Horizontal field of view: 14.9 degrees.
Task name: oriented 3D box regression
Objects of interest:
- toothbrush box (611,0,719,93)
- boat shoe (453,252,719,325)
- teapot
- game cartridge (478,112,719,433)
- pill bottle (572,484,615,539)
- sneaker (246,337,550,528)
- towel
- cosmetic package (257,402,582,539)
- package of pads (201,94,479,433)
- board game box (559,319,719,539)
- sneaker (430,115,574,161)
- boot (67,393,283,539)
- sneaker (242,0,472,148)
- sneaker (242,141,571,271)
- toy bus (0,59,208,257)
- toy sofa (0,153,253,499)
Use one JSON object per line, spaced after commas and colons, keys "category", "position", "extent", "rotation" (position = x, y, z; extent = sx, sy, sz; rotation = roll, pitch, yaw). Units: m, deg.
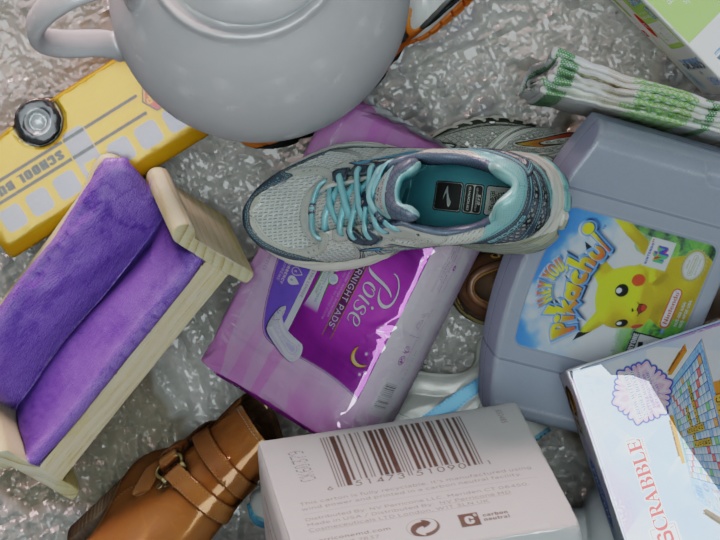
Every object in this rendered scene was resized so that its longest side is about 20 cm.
{"category": "toothbrush box", "position": [0.180, -0.207, 1.702], "extent": [0.200, 0.146, 0.086], "rotation": [44, 92, -4]}
{"category": "boat shoe", "position": [0.156, 0.014, 1.757], "extent": [0.199, 0.068, 0.073], "rotation": [2, 94, -1]}
{"category": "teapot", "position": [-0.068, -0.178, 1.636], "extent": [0.196, 0.146, 0.201], "rotation": [25, 79, 11]}
{"category": "game cartridge", "position": [0.152, 0.008, 1.698], "extent": [0.133, 0.041, 0.201], "rotation": [15, 110, -15]}
{"category": "pill bottle", "position": [0.199, 0.188, 1.748], "extent": [0.199, 0.113, 0.114], "rotation": [2, 94, -1]}
{"category": "sneaker", "position": [0.017, 0.109, 1.766], "extent": [0.199, 0.077, 0.081], "rotation": [-23, 84, -4]}
{"category": "towel", "position": [0.202, -0.099, 1.709], "extent": [0.199, 0.149, 0.031], "rotation": [13, 91, -2]}
{"category": "cosmetic package", "position": [0.037, 0.210, 1.608], "extent": [0.164, 0.165, 0.201], "rotation": [-9, 114, -7]}
{"category": "package of pads", "position": [0.000, 0.000, 1.707], "extent": [0.120, 0.076, 0.201], "rotation": [29, 96, 24]}
{"category": "board game box", "position": [0.246, 0.125, 1.678], "extent": [0.198, 0.041, 0.201], "rotation": [-17, 85, -5]}
{"category": "sneaker", "position": [0.121, -0.059, 1.743], "extent": [0.199, 0.082, 0.078], "rotation": [-1, 95, 4]}
{"category": "boot", "position": [-0.108, 0.162, 1.703], "extent": [0.155, 0.200, 0.077], "rotation": [-38, 105, 10]}
{"category": "sneaker", "position": [-0.013, -0.161, 1.749], "extent": [0.200, 0.076, 0.092], "rotation": [-41, 82, -2]}
{"category": "sneaker", "position": [0.018, -0.046, 1.618], "extent": [0.199, 0.086, 0.078], "rotation": [-6, 83, 19]}
{"category": "toy bus", "position": [-0.156, -0.094, 1.748], "extent": [0.199, 0.065, 0.079], "rotation": [-32, 94, 2]}
{"category": "toy sofa", "position": [-0.167, 0.033, 1.718], "extent": [0.097, 0.083, 0.200], "rotation": [32, 105, -30]}
